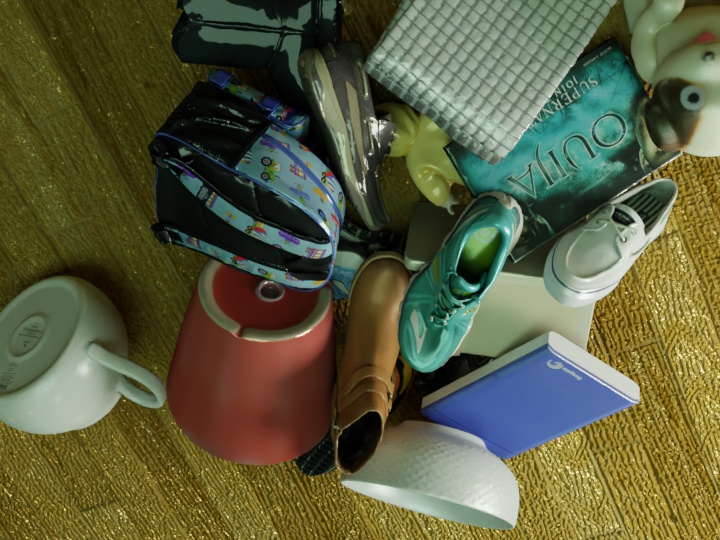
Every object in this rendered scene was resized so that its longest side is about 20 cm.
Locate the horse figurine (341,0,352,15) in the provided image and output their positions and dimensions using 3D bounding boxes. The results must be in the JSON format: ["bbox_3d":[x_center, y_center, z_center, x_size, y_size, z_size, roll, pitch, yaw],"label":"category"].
[{"bbox_3d":[0.023,-0.325,1.094,0.199,0.133,0.050,-39,127,18],"label":"horse figurine"}]

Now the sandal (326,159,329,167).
[{"bbox_3d":[-0.121,-0.087,1.292,0.199,0.045,0.075,-31,117,8],"label":"sandal"}]

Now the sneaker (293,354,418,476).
[{"bbox_3d":[-0.002,0.173,1.388,0.070,0.089,0.200,54,124,22],"label":"sneaker"}]

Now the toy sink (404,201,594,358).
[{"bbox_3d":[0.144,0.017,1.249,0.197,0.131,0.113,7,121,4],"label":"toy sink"}]

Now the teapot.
[{"bbox_3d":[-0.337,0.114,1.368,0.197,0.201,0.146,-36,131,7],"label":"teapot"}]

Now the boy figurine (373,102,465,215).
[{"bbox_3d":[0.093,-0.122,1.210,0.197,0.064,0.126,13,95,4],"label":"boy figurine"}]

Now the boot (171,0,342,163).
[{"bbox_3d":[-0.104,-0.212,1.192,0.166,0.077,0.203,5,117,5],"label":"boot"}]

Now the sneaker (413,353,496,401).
[{"bbox_3d":[0.105,0.171,1.377,0.113,0.076,0.201,18,118,1],"label":"sneaker"}]

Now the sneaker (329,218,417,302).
[{"bbox_3d":[0.000,0.000,1.311,0.198,0.079,0.090,29,139,-3],"label":"sneaker"}]

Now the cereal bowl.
[{"bbox_3d":[0.080,0.217,1.283,0.197,0.084,0.200,13,164,4],"label":"cereal bowl"}]

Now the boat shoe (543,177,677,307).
[{"bbox_3d":[0.249,-0.039,1.167,0.073,0.200,0.067,37,137,14],"label":"boat shoe"}]

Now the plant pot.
[{"bbox_3d":[-0.109,0.078,1.266,0.198,0.202,0.179,14,136,1],"label":"plant pot"}]

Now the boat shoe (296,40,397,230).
[{"bbox_3d":[0.002,-0.130,1.148,0.073,0.075,0.202,-23,123,-6],"label":"boat shoe"}]

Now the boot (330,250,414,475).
[{"bbox_3d":[0.008,0.095,1.209,0.076,0.156,0.202,18,117,-6],"label":"boot"}]

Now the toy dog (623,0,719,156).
[{"bbox_3d":[0.305,-0.178,1.069,0.138,0.201,0.196,6,120,7],"label":"toy dog"}]

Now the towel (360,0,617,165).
[{"bbox_3d":[0.118,-0.224,1.101,0.165,0.086,0.201,36,80,-4],"label":"towel"}]

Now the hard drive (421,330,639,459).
[{"bbox_3d":[0.177,0.138,1.248,0.131,0.026,0.199,30,140,-24],"label":"hard drive"}]

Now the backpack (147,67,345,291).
[{"bbox_3d":[-0.098,-0.078,1.161,0.198,0.135,0.183,27,149,8],"label":"backpack"}]

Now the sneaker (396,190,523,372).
[{"bbox_3d":[0.090,0.015,1.136,0.077,0.080,0.202,25,112,-1],"label":"sneaker"}]

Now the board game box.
[{"bbox_3d":[0.200,-0.118,1.163,0.199,0.028,0.136,-33,95,1],"label":"board game box"}]
